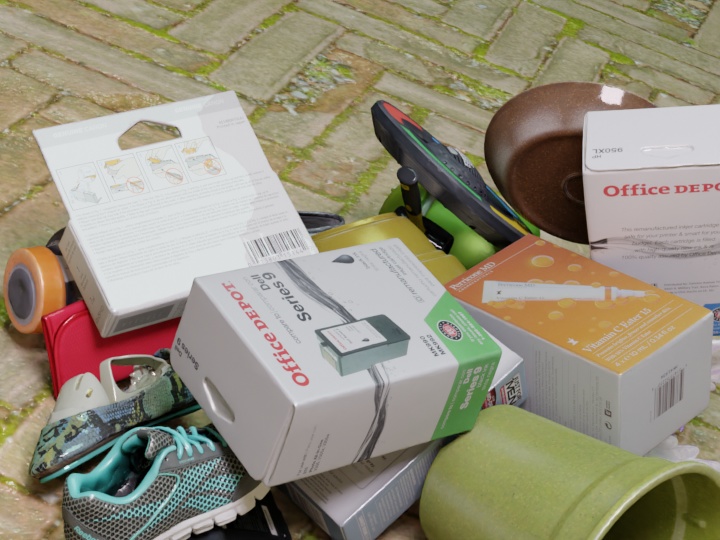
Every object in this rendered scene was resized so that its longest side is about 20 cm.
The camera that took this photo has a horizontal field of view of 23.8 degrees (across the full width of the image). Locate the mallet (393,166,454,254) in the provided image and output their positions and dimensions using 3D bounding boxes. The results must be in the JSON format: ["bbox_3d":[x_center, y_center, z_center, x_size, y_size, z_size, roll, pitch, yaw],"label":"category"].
[{"bbox_3d":[0.041,-0.058,1.558,0.066,0.041,0.200,29,-12,20],"label":"mallet"}]

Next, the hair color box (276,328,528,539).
[{"bbox_3d":[0.030,0.121,1.358,0.200,0.061,0.099,-41,57,-17],"label":"hair color box"}]

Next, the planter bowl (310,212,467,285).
[{"bbox_3d":[0.000,0.000,1.518,0.199,0.199,0.084,-14,86,-47],"label":"planter bowl"}]

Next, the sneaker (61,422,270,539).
[{"bbox_3d":[-0.133,0.144,1.224,0.077,0.092,0.199,27,48,36],"label":"sneaker"}]

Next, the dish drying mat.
[{"bbox_3d":[-0.170,0.042,1.419,0.199,0.078,0.018,-21,25,-34],"label":"dish drying mat"}]

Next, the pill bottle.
[{"bbox_3d":[-0.203,0.011,1.464,0.199,0.107,0.106,-5,36,-39],"label":"pill bottle"}]

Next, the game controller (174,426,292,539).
[{"bbox_3d":[-0.103,0.192,1.291,0.104,0.042,0.201,21,24,-31],"label":"game controller"}]

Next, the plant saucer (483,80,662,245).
[{"bbox_3d":[0.204,-0.084,1.537,0.199,0.201,0.037,20,52,-1],"label":"plant saucer"}]

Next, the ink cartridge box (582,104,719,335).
[{"bbox_3d":[0.269,-0.040,1.468,0.143,0.201,0.085,-3,43,10],"label":"ink cartridge box"}]

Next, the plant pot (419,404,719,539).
[{"bbox_3d":[0.151,0.198,1.302,0.199,0.202,0.184,-7,27,-41],"label":"plant pot"}]

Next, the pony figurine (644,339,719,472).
[{"bbox_3d":[0.243,0.123,1.541,0.191,0.168,0.200,3,16,-16],"label":"pony figurine"}]

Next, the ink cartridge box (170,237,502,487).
[{"bbox_3d":[-0.019,0.064,1.265,0.199,0.085,0.146,-12,46,-38],"label":"ink cartridge box"}]

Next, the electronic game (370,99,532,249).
[{"bbox_3d":[0.087,-0.089,1.593,0.200,0.042,0.200,41,10,-9],"label":"electronic game"}]

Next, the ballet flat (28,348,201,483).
[{"bbox_3d":[-0.198,0.106,1.329,0.074,0.075,0.200,30,23,19],"label":"ballet flat"}]

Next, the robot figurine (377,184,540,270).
[{"bbox_3d":[0.101,-0.022,1.716,0.199,0.116,0.175,27,37,14],"label":"robot figurine"}]

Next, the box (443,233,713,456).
[{"bbox_3d":[0.177,0.064,1.423,0.124,0.098,0.199,-29,39,-35],"label":"box"}]

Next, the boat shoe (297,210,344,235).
[{"bbox_3d":[-0.107,-0.039,1.658,0.197,0.069,0.074,8,29,-22],"label":"boat shoe"}]

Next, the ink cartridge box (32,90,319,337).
[{"bbox_3d":[-0.157,-0.051,1.422,0.199,0.045,0.177,-15,67,-32],"label":"ink cartridge box"}]
